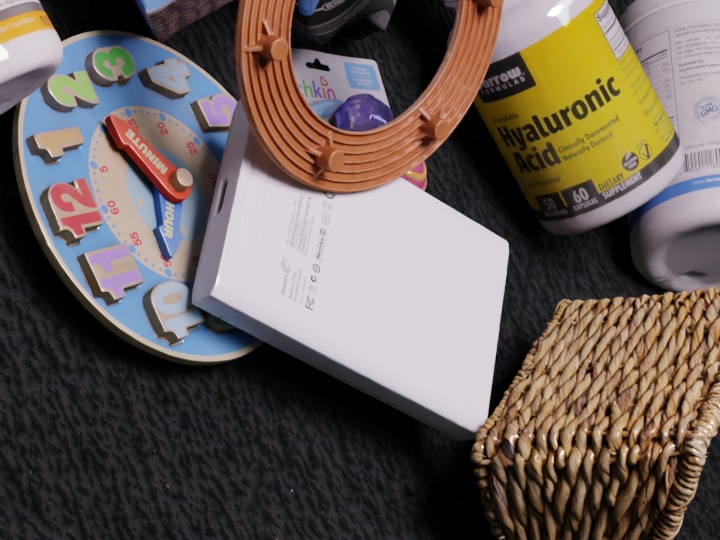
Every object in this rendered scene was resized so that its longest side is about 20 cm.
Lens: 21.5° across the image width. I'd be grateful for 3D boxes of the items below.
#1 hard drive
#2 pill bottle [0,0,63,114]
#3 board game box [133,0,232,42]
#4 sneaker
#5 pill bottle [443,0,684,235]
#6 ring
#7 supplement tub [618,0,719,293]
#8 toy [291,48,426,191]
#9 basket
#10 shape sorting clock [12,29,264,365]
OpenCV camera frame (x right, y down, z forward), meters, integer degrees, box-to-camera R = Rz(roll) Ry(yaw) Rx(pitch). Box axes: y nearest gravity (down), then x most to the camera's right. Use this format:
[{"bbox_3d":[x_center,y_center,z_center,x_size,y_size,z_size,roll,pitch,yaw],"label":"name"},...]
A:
[{"bbox_3d":[0.000,0.000,1.091,0.199,0.027,0.133,29,57,-30],"label":"hard drive"},{"bbox_3d":[-0.241,-0.161,0.930,0.116,0.116,0.201,-31,92,-49],"label":"pill bottle"},{"bbox_3d":[-0.096,-0.260,1.082,0.201,0.159,0.097,61,-3,1],"label":"board game box"},{"bbox_3d":[-0.003,-0.195,1.228,0.070,0.083,0.200,18,26,14],"label":"sneaker"},{"bbox_3d":[0.125,-0.134,1.262,0.201,0.111,0.111,59,41,-15],"label":"pill bottle"},{"bbox_3d":[0.013,-0.138,1.050,0.200,0.019,0.202,-20,120,-38],"label":"ring"},{"bbox_3d":[0.253,-0.095,1.374,0.132,0.132,0.201,23,54,-35],"label":"supplement tub"},{"bbox_3d":[0.008,-0.053,1.169,0.115,0.047,0.201,2,68,-46],"label":"toy"},{"bbox_3d":[0.175,0.112,1.138,0.200,0.148,0.143,-51,128,-55],"label":"basket"},{"bbox_3d":[-0.108,-0.043,1.055,0.199,0.039,0.201,23,54,-35],"label":"shape sorting clock"}]
